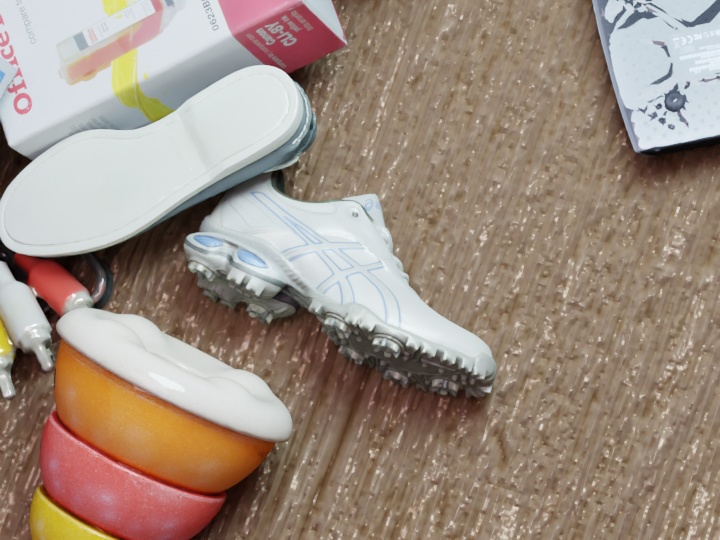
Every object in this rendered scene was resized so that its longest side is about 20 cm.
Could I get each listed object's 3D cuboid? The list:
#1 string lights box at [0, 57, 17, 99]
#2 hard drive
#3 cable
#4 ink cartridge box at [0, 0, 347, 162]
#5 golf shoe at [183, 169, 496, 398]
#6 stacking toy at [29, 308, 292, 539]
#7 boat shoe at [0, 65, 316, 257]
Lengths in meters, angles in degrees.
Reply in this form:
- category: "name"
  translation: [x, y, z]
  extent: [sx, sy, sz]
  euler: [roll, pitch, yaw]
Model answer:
- category: "string lights box"
  translation: [-0.303, -0.100, 1.628]
  extent: [0.200, 0.059, 0.103]
  euler: [12, 72, 43]
- category: "hard drive"
  translation: [0.204, -0.167, 1.628]
  extent: [0.135, 0.042, 0.200]
  euler: [-11, 71, 5]
- category: "cable"
  translation: [-0.223, -0.019, 1.641]
  extent: [0.097, 0.050, 0.200]
  euler: [-36, 71, -8]
- category: "ink cartridge box"
  translation: [-0.130, -0.163, 1.635]
  extent: [0.200, 0.083, 0.145]
  euler: [-26, 69, 12]
- category: "golf shoe"
  translation: [0.000, 0.000, 1.591]
  extent: [0.200, 0.078, 0.097]
  euler: [26, 72, 14]
- category: "stacking toy"
  translation: [-0.141, 0.133, 1.553]
  extent: [0.146, 0.146, 0.200]
  euler: [27, 93, 16]
- category: "boat shoe"
  translation: [-0.116, -0.055, 1.610]
  extent: [0.200, 0.062, 0.073]
  euler: [-25, 69, 12]
